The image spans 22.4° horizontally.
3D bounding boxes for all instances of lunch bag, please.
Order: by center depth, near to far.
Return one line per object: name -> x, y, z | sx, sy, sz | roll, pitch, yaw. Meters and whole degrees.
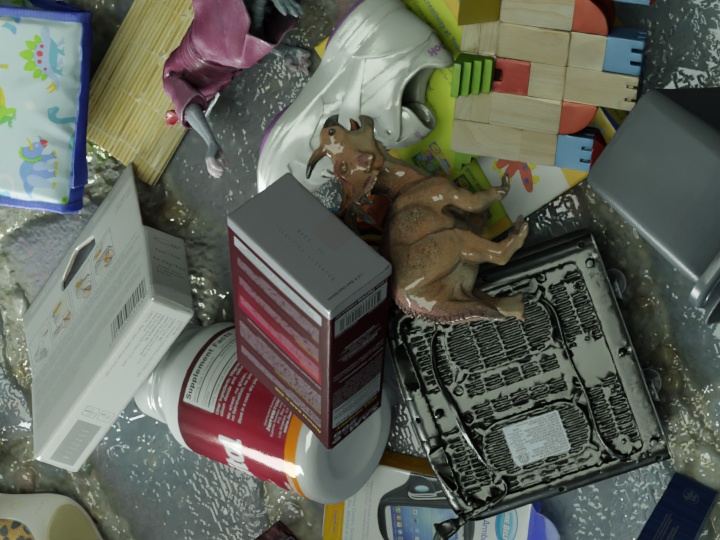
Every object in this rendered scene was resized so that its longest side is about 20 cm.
lunch bag -> -0.307, -0.147, 1.511 | 0.200, 0.127, 0.170 | 14, 107, 30

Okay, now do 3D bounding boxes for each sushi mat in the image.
sushi mat -> -0.163, -0.173, 1.506 | 0.096, 0.012, 0.200 | 38, 114, 10

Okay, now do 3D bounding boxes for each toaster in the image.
toaster -> 0.120, 0.082, 1.373 | 0.200, 0.119, 0.181 | -20, 93, 10

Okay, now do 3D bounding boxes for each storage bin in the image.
storage bin -> 0.259, -0.066, 1.262 | 0.134, 0.200, 0.146 | 42, 114, 19

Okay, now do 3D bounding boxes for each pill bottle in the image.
pill bottle -> -0.084, 0.108, 1.473 | 0.200, 0.113, 0.113 | 18, 109, 34

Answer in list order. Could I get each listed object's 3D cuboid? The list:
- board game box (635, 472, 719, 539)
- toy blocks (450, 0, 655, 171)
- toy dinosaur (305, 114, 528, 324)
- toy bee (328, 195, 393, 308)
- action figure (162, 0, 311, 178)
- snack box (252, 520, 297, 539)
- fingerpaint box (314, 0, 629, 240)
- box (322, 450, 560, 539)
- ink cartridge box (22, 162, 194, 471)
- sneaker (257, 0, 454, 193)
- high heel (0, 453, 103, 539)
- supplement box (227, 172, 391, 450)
board game box -> 0.193, 0.272, 1.355 | 0.043, 0.200, 0.199 | 26, 110, 13
toy blocks -> 0.140, -0.151, 1.267 | 0.137, 0.100, 0.200 | 10, 116, 10
toy dinosaur -> 0.041, -0.016, 1.274 | 0.135, 0.200, 0.086 | -8, 139, -10
toy bee -> 0.000, 0.000, 1.440 | 0.109, 0.200, 0.131 | 36, 78, -17
action figure -> -0.117, -0.175, 1.409 | 0.149, 0.134, 0.200 | 39, 136, -5
snack box -> -0.072, 0.298, 1.472 | 0.142, 0.200, 0.053 | 46, 114, 7
fingerpaint box -> 0.092, -0.136, 1.374 | 0.167, 0.073, 0.200 | -35, 88, 26
box -> 0.067, 0.219, 1.486 | 0.200, 0.041, 0.119 | 10, 106, 18
ink cartridge box -> -0.215, 0.038, 1.520 | 0.045, 0.176, 0.200 | 22, 123, -29
sneaker -> -0.007, -0.104, 1.342 | 0.100, 0.075, 0.200 | 39, 116, 12
high heel -> -0.310, 0.254, 1.651 | 0.200, 0.071, 0.143 | 45, 133, -2
supplement box -> -0.037, 0.033, 1.303 | 0.109, 0.061, 0.200 | 43, 155, 22
